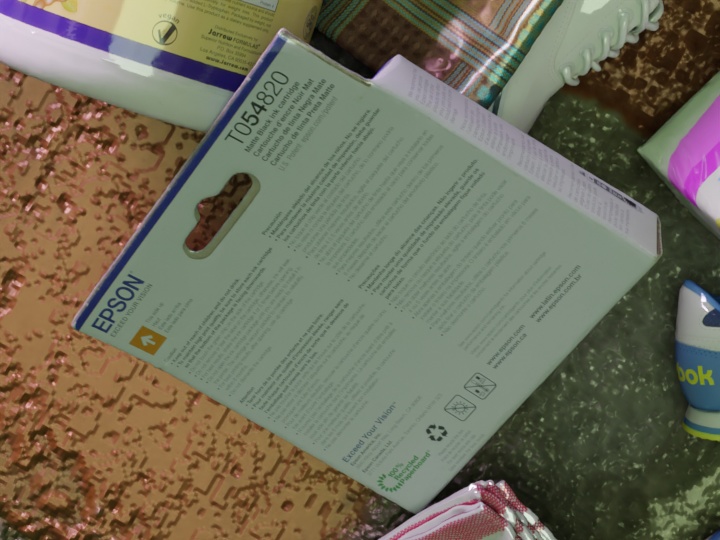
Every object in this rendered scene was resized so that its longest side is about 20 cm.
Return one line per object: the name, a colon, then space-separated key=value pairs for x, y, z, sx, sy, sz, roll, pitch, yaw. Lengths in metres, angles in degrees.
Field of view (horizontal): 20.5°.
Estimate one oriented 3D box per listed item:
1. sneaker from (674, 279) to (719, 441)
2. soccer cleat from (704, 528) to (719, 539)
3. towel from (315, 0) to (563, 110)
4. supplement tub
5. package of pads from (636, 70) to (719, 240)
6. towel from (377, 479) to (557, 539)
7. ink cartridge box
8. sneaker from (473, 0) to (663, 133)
sneaker: x=0.245 y=0.021 z=0.953 sx=0.200 sy=0.074 sz=0.082 roll=-16 pitch=94 yaw=1
soccer cleat: x=0.186 y=0.160 z=0.963 sx=0.070 sy=0.086 sz=0.200 roll=42 pitch=96 yaw=-4
towel: x=0.057 y=-0.178 z=0.915 sx=0.147 sy=0.022 sz=0.200 roll=39 pitch=97 yaw=36
supplement tub: x=-0.076 y=-0.172 z=0.896 sx=0.145 sy=0.145 sz=0.200 roll=18 pitch=96 yaw=-2
package of pads: x=0.242 y=-0.046 z=0.889 sx=0.154 sy=0.200 sz=0.068 roll=-43 pitch=135 yaw=4
towel: x=0.069 y=0.211 z=0.975 sx=0.146 sy=0.030 sz=0.200 roll=-36 pitch=95 yaw=27
ink cartridge box: x=0.000 y=0.000 z=0.912 sx=0.200 sy=0.041 sz=0.200 roll=30 pitch=124 yaw=-15
sneaker: x=0.104 y=-0.126 z=0.932 sx=0.071 sy=0.073 sz=0.200 roll=25 pitch=95 yaw=14
